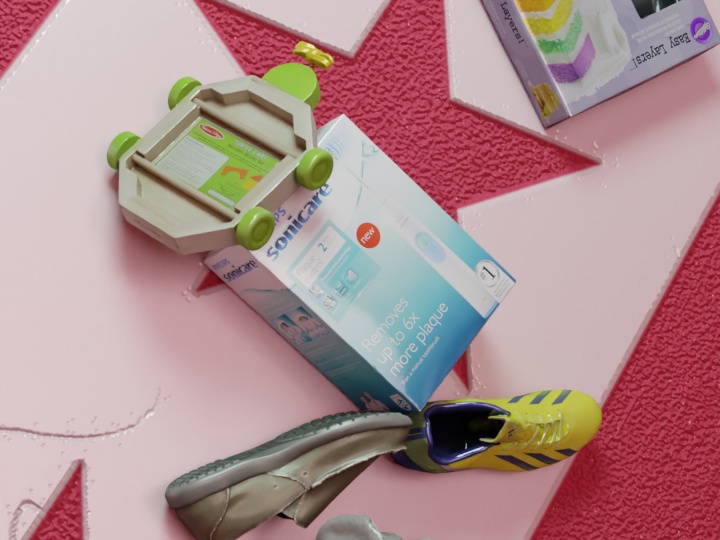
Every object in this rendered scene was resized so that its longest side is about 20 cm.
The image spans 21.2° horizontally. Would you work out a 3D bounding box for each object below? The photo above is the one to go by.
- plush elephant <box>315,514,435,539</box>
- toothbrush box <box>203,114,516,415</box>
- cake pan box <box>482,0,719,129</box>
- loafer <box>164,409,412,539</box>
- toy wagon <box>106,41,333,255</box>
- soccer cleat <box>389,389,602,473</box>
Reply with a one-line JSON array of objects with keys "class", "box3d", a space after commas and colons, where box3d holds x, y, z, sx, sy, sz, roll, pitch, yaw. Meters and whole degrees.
[{"class": "plush elephant", "box3d": [0.011, 0.271, 1.443, 0.200, 0.155, 0.165, 10, 75, -24]}, {"class": "toothbrush box", "box3d": [0.000, 0.000, 1.537, 0.200, 0.085, 0.146, 44, 65, -10]}, {"class": "cake pan box", "box3d": [0.207, -0.245, 1.707, 0.200, 0.052, 0.184, -26, 93, -27]}, {"class": "loafer", "box3d": [-0.050, 0.162, 1.485, 0.200, 0.075, 0.070, -20, 94, -13]}, {"class": "toy wagon", "box3d": [-0.092, -0.097, 1.486, 0.155, 0.040, 0.200, 31, 64, 31]}, {"class": "soccer cleat", "box3d": [0.119, 0.131, 1.565, 0.200, 0.084, 0.065, -4, 80, -26]}]
